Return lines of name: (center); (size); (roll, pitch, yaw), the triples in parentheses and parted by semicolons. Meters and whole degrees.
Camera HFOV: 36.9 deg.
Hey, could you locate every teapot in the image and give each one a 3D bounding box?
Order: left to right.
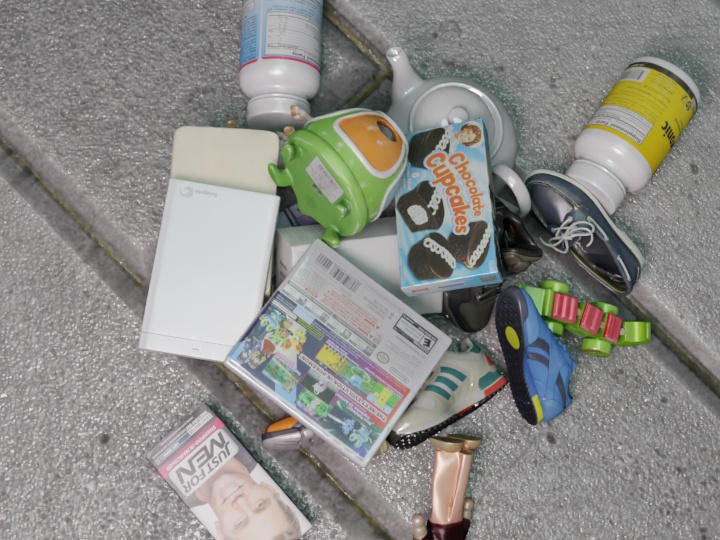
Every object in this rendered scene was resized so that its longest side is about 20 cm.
teapot: (0.120, -0.168, 1.391); (0.199, 0.146, 0.198); (6, 77, -4)

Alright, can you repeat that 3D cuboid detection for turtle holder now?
turtle holder: (-0.015, -0.109, 1.264); (0.132, 0.186, 0.141); (-38, 61, -21)

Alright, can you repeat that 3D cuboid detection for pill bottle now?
pill bottle: (-0.104, -0.287, 1.420); (0.108, 0.109, 0.201); (2, 77, -4)
pill bottle: (0.353, -0.175, 1.429); (0.111, 0.111, 0.200); (36, 77, 4)

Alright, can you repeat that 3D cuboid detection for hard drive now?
hard drive: (-0.173, 0.002, 1.251); (0.131, 0.027, 0.201); (9, 81, -2)

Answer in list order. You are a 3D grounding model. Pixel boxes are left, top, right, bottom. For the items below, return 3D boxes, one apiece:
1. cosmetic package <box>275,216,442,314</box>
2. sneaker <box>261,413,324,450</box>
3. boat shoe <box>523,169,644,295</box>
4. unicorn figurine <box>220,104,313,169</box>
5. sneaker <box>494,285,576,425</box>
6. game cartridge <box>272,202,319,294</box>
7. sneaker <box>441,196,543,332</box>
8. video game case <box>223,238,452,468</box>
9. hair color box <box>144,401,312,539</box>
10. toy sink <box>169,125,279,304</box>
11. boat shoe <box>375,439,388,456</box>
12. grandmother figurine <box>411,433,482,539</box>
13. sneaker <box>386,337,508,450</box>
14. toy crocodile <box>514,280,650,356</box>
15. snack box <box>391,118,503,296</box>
cosmetic package: (0.000, 0.000, 1.338); (0.199, 0.081, 0.113); (-5, 110, -19)
sneaker: (-0.040, 0.150, 1.349); (0.199, 0.078, 0.112); (-16, 74, -19)
boat shoe: (0.283, -0.047, 1.398); (0.200, 0.075, 0.062); (46, 44, -11)
unicorn figurine: (-0.093, -0.149, 1.392); (0.199, 0.137, 0.074); (4, 66, 16)
sneaker: (0.221, 0.097, 1.342); (0.078, 0.066, 0.201); (-25, 118, -15)
game cartridge: (-0.121, 0.006, 1.391); (0.199, 0.038, 0.130); (-29, 77, -10)
sneaker: (0.160, 0.006, 1.330); (0.076, 0.200, 0.114); (-17, 35, -33)
video game case: (-0.024, 0.093, 1.233); (0.200, 0.023, 0.182); (37, 74, -1)
hair color box: (-0.159, 0.268, 1.312); (0.100, 0.061, 0.200); (-41, 84, -12)
toy sink: (-0.168, -0.064, 1.331); (0.130, 0.112, 0.201); (2, 81, -4)
boat shoe: (-0.050, 0.151, 1.269); (0.063, 0.073, 0.200); (-42, 77, -19)
grandmother figurine: (0.103, 0.303, 1.306); (0.121, 0.060, 0.201); (3, 92, -40)
sneaker: (0.090, 0.146, 1.332); (0.199, 0.070, 0.094); (-23, 73, -37)
toy crocodile: (0.280, 0.060, 1.380); (0.199, 0.062, 0.068); (21, 75, -19)
snack box: (0.100, -0.075, 1.276); (0.116, 0.037, 0.201); (-10, 67, 15)
